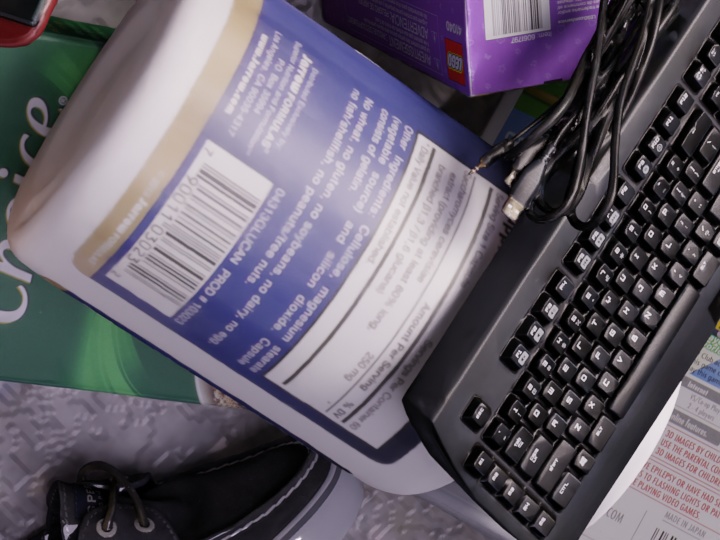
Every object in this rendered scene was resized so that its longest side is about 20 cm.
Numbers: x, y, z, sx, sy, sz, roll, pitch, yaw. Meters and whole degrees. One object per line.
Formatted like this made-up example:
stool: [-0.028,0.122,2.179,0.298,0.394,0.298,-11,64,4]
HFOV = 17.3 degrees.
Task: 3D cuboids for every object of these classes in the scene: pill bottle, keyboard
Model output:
pill bottle: [0.000,0.000,0.736,0.199,0.111,0.111,34,93,-16]
keyboard: [0.085,-0.019,0.690,0.104,0.040,0.201,41,73,-27]

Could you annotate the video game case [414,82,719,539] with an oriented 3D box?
video game case: [0.111,0.024,0.811,0.183,0.199,0.022,-60,160,-7]

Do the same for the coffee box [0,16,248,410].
coffee box: [-0.100,-0.022,0.793,0.199,0.044,0.124,10,104,-23]

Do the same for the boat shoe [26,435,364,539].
boat shoe: [-0.096,0.103,0.828,0.199,0.070,0.067,-28,116,-3]

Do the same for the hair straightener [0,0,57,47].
hair straightener: [-0.083,-0.171,0.723,0.201,0.041,0.077,-61,153,-9]

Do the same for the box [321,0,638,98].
box: [0.100,-0.103,0.794,0.198,0.137,0.039,-10,109,-17]
